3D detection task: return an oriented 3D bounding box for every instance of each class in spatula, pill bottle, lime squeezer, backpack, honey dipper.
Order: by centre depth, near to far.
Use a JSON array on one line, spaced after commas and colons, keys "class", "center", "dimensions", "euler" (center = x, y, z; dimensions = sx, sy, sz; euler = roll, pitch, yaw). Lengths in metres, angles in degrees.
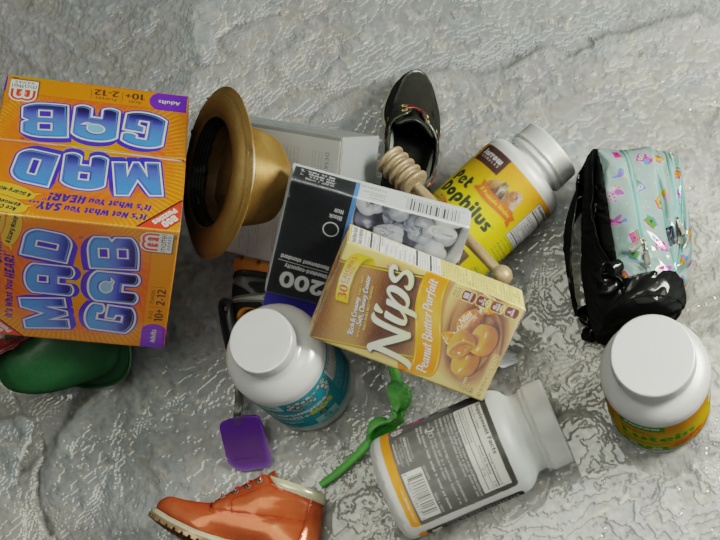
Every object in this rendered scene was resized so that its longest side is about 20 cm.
[{"class": "pill bottle", "center": [0.302, 0.113, 1.402], "dimensions": [0.110, 0.200, 0.112], "euler": [-4, 71, 13]}, {"class": "pill bottle", "center": [0.119, 0.199, 1.467], "dimensions": [0.199, 0.116, 0.117], "euler": [-24, 68, 5]}, {"class": "honey dipper", "center": [0.094, -0.055, 1.486], "dimensions": [0.038, 0.038, 0.200], "euler": [-41, 70, -2]}, {"class": "backpack", "center": [0.295, -0.035, 1.491], "dimensions": [0.125, 0.167, 0.202], "euler": [1, 68, -6]}, {"class": "pill bottle", "center": [-0.081, 0.103, 1.503], "dimensions": [0.110, 0.200, 0.112], "euler": [-5, 71, 13]}, {"class": "lime squeezer", "center": [0.017, 0.159, 1.548], "dimensions": [0.070, 0.038, 0.202], "euler": [18, 78, 19]}, {"class": "pill bottle", "center": [0.145, -0.072, 1.553], "dimensions": [0.200, 0.109, 0.109], "euler": [-42, 67, -2]}, {"class": "spatula", "center": [-0.143, 0.131, 1.586], "dimensions": [0.056, 0.021, 0.202], "euler": [-12, 79, 18]}]

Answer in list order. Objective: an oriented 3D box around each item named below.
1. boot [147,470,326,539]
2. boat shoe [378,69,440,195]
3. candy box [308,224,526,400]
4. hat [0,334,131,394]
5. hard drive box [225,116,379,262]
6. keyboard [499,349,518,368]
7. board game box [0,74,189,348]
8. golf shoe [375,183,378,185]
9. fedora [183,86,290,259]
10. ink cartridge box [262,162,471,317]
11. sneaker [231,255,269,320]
[{"class": "boot", "center": [-0.135, 0.271, 1.536], "dimensions": [0.198, 0.075, 0.108], "euler": [13, 72, 9]}, {"class": "boat shoe", "center": [0.063, -0.160, 1.606], "dimensions": [0.073, 0.063, 0.203], "euler": [15, 55, -9]}, {"class": "candy box", "center": [0.058, 0.044, 1.427], "dimensions": [0.198, 0.055, 0.116], "euler": [20, 111, -7]}, {"class": "hat", "center": [-0.387, 0.122, 1.560], "dimensions": [0.198, 0.167, 0.176], "euler": [-5, 32, 31]}, {"class": "hard drive box", "center": [-0.086, -0.090, 1.577], "dimensions": [0.199, 0.077, 0.158], "euler": [14, 103, 33]}, {"class": "keyboard", "center": [0.088, 0.057, 1.555], "dimensions": [0.199, 0.056, 0.011], "euler": [31, 112, 21]}, {"class": "board game box", "center": [-0.298, -0.062, 1.492], "dimensions": [0.198, 0.201, 0.201], "euler": [5, 50, -10]}, {"class": "golf shoe", "center": [-0.052, -0.094, 1.631], "dimensions": [0.199, 0.073, 0.092], "euler": [35, 83, 22]}, {"class": "fedora", "center": [-0.131, -0.103, 1.491], "dimensions": [0.081, 0.200, 0.203], "euler": [4, 68, -26]}, {"class": "ink cartridge box", "center": [0.000, 0.000, 1.476], "dimensions": [0.196, 0.201, 0.044], "euler": [14, 35, -1]}, {"class": "sneaker", "center": [-0.062, 0.037, 1.594], "dimensions": [0.198, 0.078, 0.078], "euler": [10, 82, 24]}]
